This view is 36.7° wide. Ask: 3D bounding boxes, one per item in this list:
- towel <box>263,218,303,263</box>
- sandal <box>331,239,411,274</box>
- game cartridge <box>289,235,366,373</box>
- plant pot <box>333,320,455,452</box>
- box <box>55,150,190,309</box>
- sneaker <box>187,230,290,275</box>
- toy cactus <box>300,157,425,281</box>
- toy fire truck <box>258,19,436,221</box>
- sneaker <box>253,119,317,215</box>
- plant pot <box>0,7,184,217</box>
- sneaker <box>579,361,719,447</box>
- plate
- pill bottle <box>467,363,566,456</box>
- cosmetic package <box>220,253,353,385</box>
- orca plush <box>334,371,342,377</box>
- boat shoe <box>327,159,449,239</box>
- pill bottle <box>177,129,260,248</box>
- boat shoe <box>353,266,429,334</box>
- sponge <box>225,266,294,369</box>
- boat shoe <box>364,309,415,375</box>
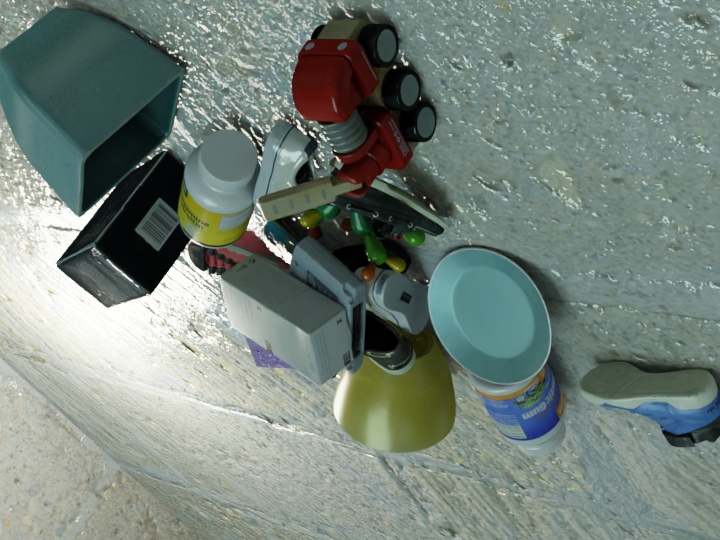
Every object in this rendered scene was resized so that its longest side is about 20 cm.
[{"bbox_3d":[-0.100,-0.006,1.707,0.147,0.022,0.200,45,158,13],"label":"towel"},{"bbox_3d":[0.000,-0.001,1.606,0.075,0.048,0.200,40,154,-15],"label":"sandal"},{"bbox_3d":[-0.048,0.047,1.538,0.133,0.041,0.201,45,152,29],"label":"game cartridge"},{"bbox_3d":[0.060,0.162,1.699,0.198,0.200,0.143,21,128,21],"label":"plant pot"},{"bbox_3d":[-0.356,-0.061,1.722,0.124,0.201,0.196,43,152,-21],"label":"box"},{"bbox_3d":[-0.165,-0.026,1.686,0.198,0.087,0.074,21,139,7],"label":"sneaker"},{"bbox_3d":[-0.012,-0.076,1.458,0.199,0.102,0.166,21,143,41],"label":"toy cactus"},{"bbox_3d":[-0.032,-0.153,1.204,0.128,0.201,0.177,9,147,37],"label":"toy fire truck"},{"bbox_3d":[-0.099,-0.121,1.480,0.070,0.073,0.201,32,154,8],"label":"sneaker"},{"bbox_3d":[-0.384,-0.236,1.481,0.200,0.196,0.196,42,154,2],"label":"plant pot"},{"bbox_3d":[0.395,0.187,1.458,0.198,0.077,0.112,-4,128,41],"label":"sneaker"},{"bbox_3d":[0.178,0.059,1.472,0.199,0.025,0.203,20,123,34],"label":"plate"},{"bbox_3d":[0.238,0.186,1.593,0.111,0.113,0.201,10,147,37],"label":"pill bottle"},{"bbox_3d":[-0.105,0.067,1.530,0.199,0.074,0.103,30,143,39],"label":"cosmetic package"},{"bbox_3d":[-0.054,0.122,1.848,0.198,0.106,0.071,17,-152,-30],"label":"orca plush"},{"bbox_3d":[0.030,-0.073,1.357,0.198,0.067,0.074,24,-168,-46],"label":"boat shoe"},{"bbox_3d":[-0.200,-0.118,1.550,0.111,0.113,0.200,32,154,0],"label":"pill bottle"},{"bbox_3d":[0.044,0.038,1.561,0.069,0.072,0.200,20,175,27],"label":"boat shoe"},{"bbox_3d":[-0.137,0.079,1.690,0.110,0.030,0.201,5,134,23],"label":"sponge"},{"bbox_3d":[-0.005,0.086,1.627,0.200,0.072,0.061,25,158,32],"label":"boat shoe"}]
